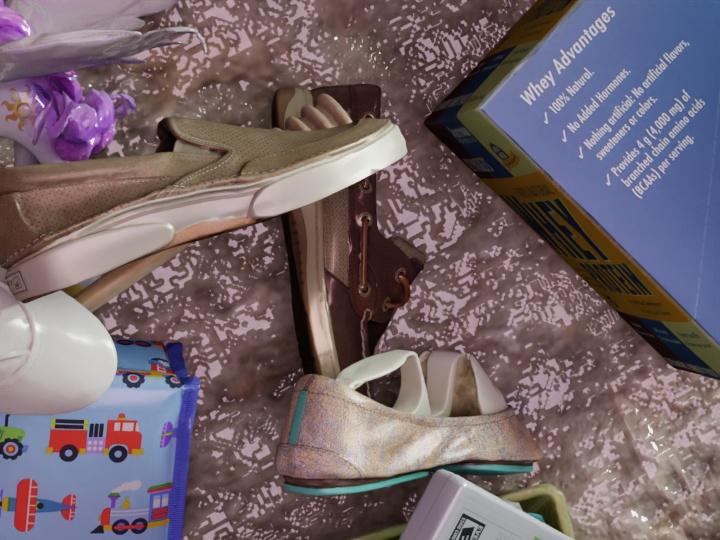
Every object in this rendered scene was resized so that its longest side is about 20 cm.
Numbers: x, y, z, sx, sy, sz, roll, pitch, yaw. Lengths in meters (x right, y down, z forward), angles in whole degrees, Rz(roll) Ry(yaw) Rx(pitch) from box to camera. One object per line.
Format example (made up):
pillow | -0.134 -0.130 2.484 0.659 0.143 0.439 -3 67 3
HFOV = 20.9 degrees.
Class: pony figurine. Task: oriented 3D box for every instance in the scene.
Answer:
pony figurine | -0.172 -0.087 0.961 0.193 0.167 0.200 -3 109 -6

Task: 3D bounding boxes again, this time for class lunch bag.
lunch bag | -0.169 0.137 0.995 0.151 0.094 0.200 4 100 -11

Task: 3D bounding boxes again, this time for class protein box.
protein box | 0.180 -0.081 1.010 0.200 0.135 0.199 44 85 -8

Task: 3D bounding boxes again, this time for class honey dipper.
honey dipper | -0.088 -0.018 0.959 0.200 0.038 0.038 -35 96 -10

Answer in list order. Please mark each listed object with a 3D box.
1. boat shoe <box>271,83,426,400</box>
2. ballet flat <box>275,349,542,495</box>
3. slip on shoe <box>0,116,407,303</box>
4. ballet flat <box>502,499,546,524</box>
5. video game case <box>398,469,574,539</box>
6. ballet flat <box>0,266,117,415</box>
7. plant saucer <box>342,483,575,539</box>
boat shoe | 0.000 0.000 1.020 0.072 0.072 0.200 -8 87 -7
ballet flat | 0.033 0.074 0.980 0.068 0.200 0.067 0 88 34
slip on shoe | -0.075 -0.044 0.901 0.200 0.076 0.061 -20 92 -14
ballet flat | 0.012 0.172 0.970 0.200 0.072 0.072 -33 97 -34
video game case | 0.039 0.209 0.947 0.182 0.022 0.200 34 84 -52
ballet flat | -0.210 0.013 0.901 0.200 0.069 0.069 26 88 6
plant saucer | 0.031 0.230 1.041 0.200 0.048 0.200 -15 94 -8
